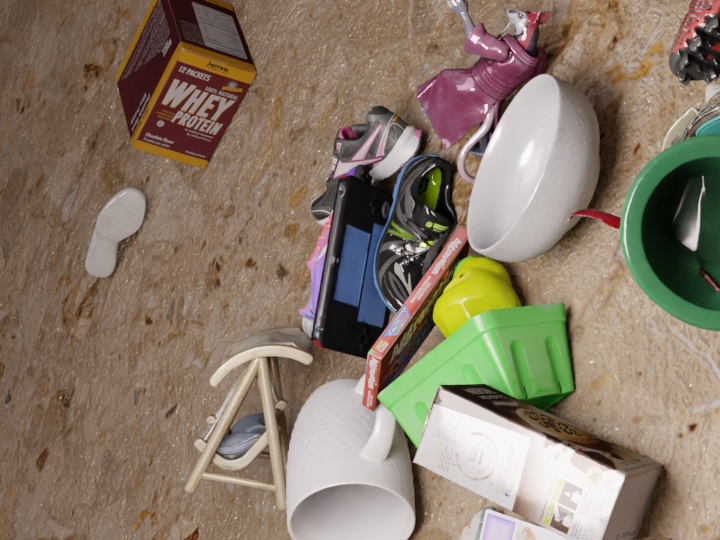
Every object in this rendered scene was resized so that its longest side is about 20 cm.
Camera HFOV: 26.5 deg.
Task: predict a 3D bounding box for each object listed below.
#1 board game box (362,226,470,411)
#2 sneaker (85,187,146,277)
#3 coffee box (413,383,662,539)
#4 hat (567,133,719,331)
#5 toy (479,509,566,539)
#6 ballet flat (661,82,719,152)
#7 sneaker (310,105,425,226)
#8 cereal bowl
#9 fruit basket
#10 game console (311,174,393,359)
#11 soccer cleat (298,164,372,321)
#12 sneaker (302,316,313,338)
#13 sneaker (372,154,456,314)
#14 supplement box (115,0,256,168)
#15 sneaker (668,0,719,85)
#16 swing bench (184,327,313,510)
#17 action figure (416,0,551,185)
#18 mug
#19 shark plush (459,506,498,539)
[{"bbox_3d":[0.063,0.052,1.675,0.201,0.019,0.104,-53,-20,-32],"label":"board game box"},{"bbox_3d":[-0.435,-0.086,2.688,0.201,0.074,0.089,-54,25,35],"label":"sneaker"},{"bbox_3d":[0.164,0.179,1.422,0.198,0.113,0.081,23,99,27],"label":"coffee box"},{"bbox_3d":[0.314,-0.048,1.402,0.167,0.199,0.176,-55,-4,11],"label":"hat"},{"bbox_3d":[0.175,0.308,1.445,0.198,0.047,0.117,13,90,43],"label":"toy"},{"bbox_3d":[0.322,-0.128,1.421,0.200,0.067,0.076,-48,33,45],"label":"ballet flat"},{"bbox_3d":[-0.005,-0.141,1.936,0.200,0.086,0.081,-42,8,35],"label":"sneaker"},{"bbox_3d":[0.190,-0.097,1.587,0.201,0.082,0.201,-90,26,-56],"label":"cereal bowl"},{"bbox_3d":[0.119,0.075,1.616,0.214,0.154,0.219,6,98,50],"label":"fruit basket"},{"bbox_3d":[0.000,0.000,1.820,0.031,0.177,0.203,7,84,21],"label":"game console"},{"bbox_3d":[-0.030,-0.032,1.874,0.072,0.068,0.203,8,89,22],"label":"soccer cleat"},{"bbox_3d":[-0.006,0.004,1.932,0.072,0.072,0.202,28,97,24],"label":"sneaker"},{"bbox_3d":[0.067,-0.043,1.808,0.082,0.070,0.202,-9,67,64],"label":"sneaker"},{"bbox_3d":[-0.285,-0.314,2.459,0.198,0.131,0.201,-57,35,29],"label":"supplement box"},{"bbox_3d":[0.349,-0.270,1.426,0.202,0.070,0.098,-58,35,25],"label":"sneaker"},{"bbox_3d":[-0.132,0.173,1.915,0.199,0.128,0.203,-88,8,-87],"label":"swing bench"},{"bbox_3d":[0.143,-0.212,1.689,0.200,0.132,0.150,-48,41,43],"label":"action figure"},{"bbox_3d":[-0.005,0.202,1.745,0.177,0.146,0.201,-93,22,-45],"label":"mug"},{"bbox_3d":[0.143,0.327,1.536,0.083,0.091,0.200,-37,33,4],"label":"shark plush"}]
